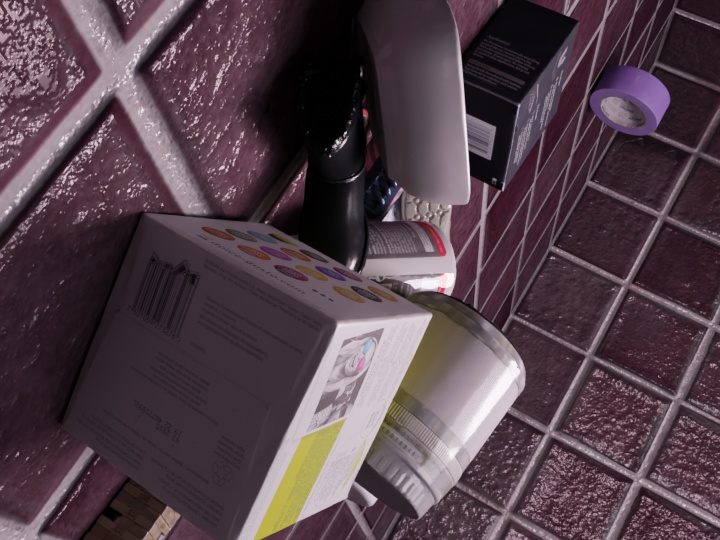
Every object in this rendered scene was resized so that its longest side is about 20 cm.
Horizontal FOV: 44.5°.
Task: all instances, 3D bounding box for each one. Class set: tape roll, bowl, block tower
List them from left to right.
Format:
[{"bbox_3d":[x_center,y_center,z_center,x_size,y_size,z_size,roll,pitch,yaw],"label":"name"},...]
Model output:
[{"bbox_3d":[-0.233,0.262,0.905,0.200,0.054,0.058,-55,161,-26],"label":"block tower"},{"bbox_3d":[0.046,-0.176,0.848,0.200,0.074,0.201,-105,-174,-55],"label":"bowl"},{"bbox_3d":[0.740,-0.467,2.425,0.085,0.200,0.200,-58,163,-14],"label":"tape roll"}]

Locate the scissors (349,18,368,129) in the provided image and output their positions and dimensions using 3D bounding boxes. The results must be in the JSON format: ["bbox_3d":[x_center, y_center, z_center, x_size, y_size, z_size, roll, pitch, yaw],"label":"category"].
[{"bbox_3d":[-0.006,-0.193,0.953,0.073,0.014,0.200,-44,154,-41],"label":"scissors"}]

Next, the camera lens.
[{"bbox_3d":[0.063,0.134,0.921,0.200,0.160,0.160,-49,160,-19],"label":"camera lens"}]

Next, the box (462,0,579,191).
[{"bbox_3d":[0.223,-0.267,1.335,0.200,0.117,0.197,-53,161,-27],"label":"box"}]

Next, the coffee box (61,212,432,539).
[{"bbox_3d":[-0.092,0.083,0.764,0.198,0.199,0.201,1,115,-64],"label":"coffee box"}]

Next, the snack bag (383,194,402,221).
[{"bbox_3d":[0.074,-0.153,1.175,0.200,0.021,0.189,-7,111,-70],"label":"snack bag"}]

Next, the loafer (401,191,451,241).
[{"bbox_3d":[0.086,-0.067,1.161,0.070,0.070,0.201,-107,-172,-53],"label":"loafer"}]

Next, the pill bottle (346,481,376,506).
[{"bbox_3d":[0.020,0.167,1.049,0.200,0.114,0.114,-54,161,-21],"label":"pill bottle"}]

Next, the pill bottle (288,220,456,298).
[{"bbox_3d":[0.000,0.000,0.989,0.199,0.111,0.111,-2,124,-35],"label":"pill bottle"}]

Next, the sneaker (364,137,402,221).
[{"bbox_3d":[0.030,-0.120,1.021,0.200,0.070,0.082,-62,-168,4],"label":"sneaker"}]

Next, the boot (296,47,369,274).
[{"bbox_3d":[-0.026,-0.097,0.845,0.163,0.073,0.199,85,8,-73],"label":"boot"}]
